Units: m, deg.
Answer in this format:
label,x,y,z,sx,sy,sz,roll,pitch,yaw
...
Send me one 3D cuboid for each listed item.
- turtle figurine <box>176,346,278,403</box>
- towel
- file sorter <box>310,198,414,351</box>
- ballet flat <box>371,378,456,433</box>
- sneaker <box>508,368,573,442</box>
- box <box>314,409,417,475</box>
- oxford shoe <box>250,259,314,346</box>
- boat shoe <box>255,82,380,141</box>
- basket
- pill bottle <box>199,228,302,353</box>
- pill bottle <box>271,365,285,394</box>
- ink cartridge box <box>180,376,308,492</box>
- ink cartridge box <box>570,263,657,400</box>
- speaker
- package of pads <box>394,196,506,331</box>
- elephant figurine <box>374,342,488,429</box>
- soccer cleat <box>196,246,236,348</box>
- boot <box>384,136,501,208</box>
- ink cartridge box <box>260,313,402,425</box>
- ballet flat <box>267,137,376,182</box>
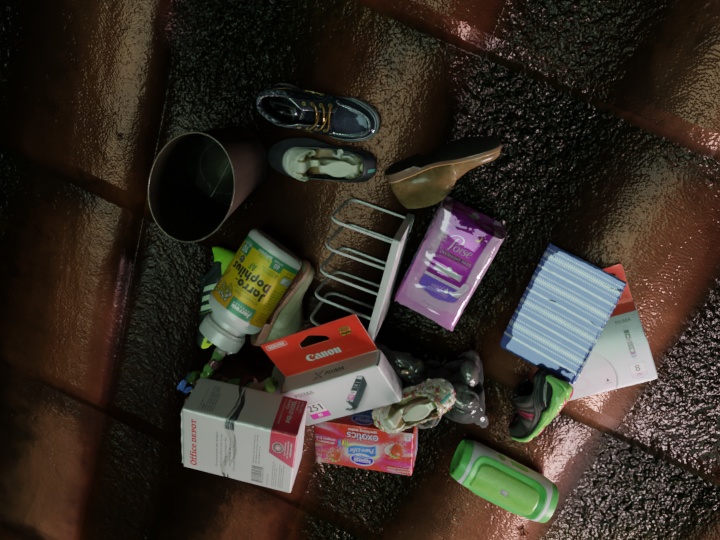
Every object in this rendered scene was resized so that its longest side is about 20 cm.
label,x,y,z,sx,sy,sz,roll,pitch,yaw
turtle figurine,-0.223,0.205,1.172,0.190,0.199,0.148,15,94,29
towel,0.338,0.076,1.049,0.143,0.024,0.204,27,106,14
file sorter,0.000,0.000,1.062,0.122,0.139,0.204,18,115,8
ballet flat,0.077,0.238,1.062,0.199,0.064,0.076,-37,90,39
sneaker,0.308,0.235,1.103,0.084,0.076,0.202,43,144,21
box,0.014,0.317,1.210,0.195,0.096,0.102,5,114,11
oxford shoe,-0.133,0.068,1.172,0.073,0.071,0.201,24,117,-26
boat shoe,-0.069,-0.248,1.001,0.195,0.091,0.072,16,115,7
basket,-0.234,-0.161,1.017,0.134,0.201,0.182,33,117,-3
pill bottle,-0.199,0.039,1.104,0.112,0.113,0.202,34,92,-3
pill bottle,-0.062,0.209,1.177,0.195,0.110,0.112,-9,110,16
ink cartridge box,-0.198,0.280,1.060,0.195,0.085,0.148,12,123,3
ink cartridge box,0.397,0.111,1.059,0.159,0.057,0.203,-19,111,20
speaker,0.273,0.402,1.188,0.196,0.089,0.090,26,116,2
package of pads,0.150,-0.009,1.055,0.118,0.076,0.203,25,116,-1
elephant figurine,0.123,0.209,1.131,0.195,0.141,0.160,-5,79,19
soccer cleat,-0.280,0.051,1.192,0.080,0.067,0.204,28,106,19
boot,0.140,-0.158,1.004,0.196,0.074,0.077,-14,116,29
ink cartridge box,-0.052,0.173,1.049,0.196,0.044,0.175,-19,124,23
ballet flat,-0.071,-0.182,1.042,0.195,0.073,0.075,8,114,11
